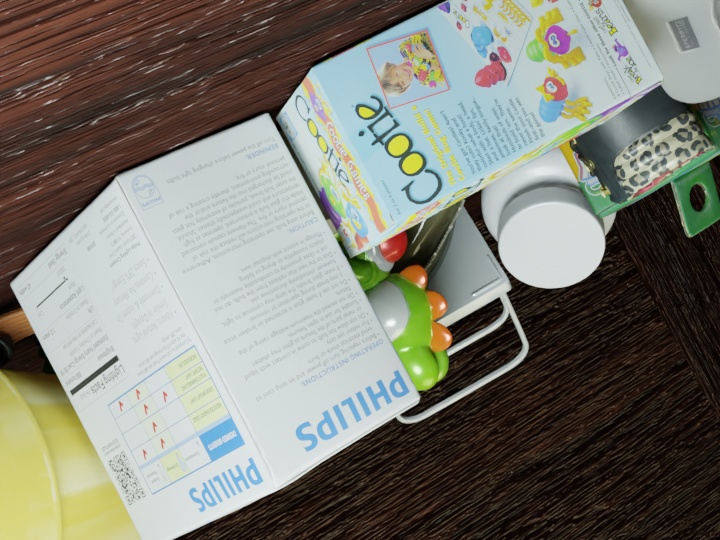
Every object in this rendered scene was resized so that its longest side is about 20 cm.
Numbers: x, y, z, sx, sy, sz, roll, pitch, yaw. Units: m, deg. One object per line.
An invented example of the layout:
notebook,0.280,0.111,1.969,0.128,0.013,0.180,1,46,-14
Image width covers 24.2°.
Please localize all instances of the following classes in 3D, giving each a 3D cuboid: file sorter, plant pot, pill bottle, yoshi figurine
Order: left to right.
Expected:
plant pot,-0.239,0.148,1.138,0.188,0.203,0.200,-8,162,-48
yoshi figurine,-0.013,0.008,1.248,0.112,0.201,0.112,-28,178,-23
file sorter,0.040,0.007,1.426,0.138,0.201,0.125,-29,140,1
pill bottle,0.155,-0.082,1.388,0.112,0.113,0.201,-30,-149,25

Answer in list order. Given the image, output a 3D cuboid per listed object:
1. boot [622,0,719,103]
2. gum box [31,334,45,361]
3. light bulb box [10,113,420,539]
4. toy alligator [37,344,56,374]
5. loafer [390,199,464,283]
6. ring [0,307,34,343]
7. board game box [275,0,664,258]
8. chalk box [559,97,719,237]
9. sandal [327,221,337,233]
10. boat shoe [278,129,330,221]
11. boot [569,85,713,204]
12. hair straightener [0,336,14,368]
boot,0.197,-0.199,1.073,0.073,0.097,0.200,-10,148,14
gum box,-0.171,0.020,1.458,0.169,0.045,0.200,-30,177,13
light bulb box,-0.096,0.044,1.051,0.124,0.201,0.198,-26,176,-35
toy alligator,-0.222,0.046,1.329,0.059,0.055,0.199,23,139,-36
loafer,0.050,-0.071,1.329,0.070,0.075,0.202,68,45,-73
ring,-0.210,0.059,1.266,0.198,0.019,0.201,-10,154,-5
board game box,0.065,-0.105,1.028,0.199,0.106,0.103,-28,177,-19
chalk box,0.229,-0.127,1.296,0.124,0.201,0.124,-32,177,40
sandal,0.002,-0.053,1.164,0.198,0.077,0.043,-11,139,-11
boat shoe,0.009,-0.087,1.125,0.199,0.073,0.063,-34,174,-3
boot,0.137,-0.107,1.193,0.203,0.155,0.073,-31,176,29
hair straightener,-0.315,0.097,1.215,0.076,0.041,0.199,1,153,-46
